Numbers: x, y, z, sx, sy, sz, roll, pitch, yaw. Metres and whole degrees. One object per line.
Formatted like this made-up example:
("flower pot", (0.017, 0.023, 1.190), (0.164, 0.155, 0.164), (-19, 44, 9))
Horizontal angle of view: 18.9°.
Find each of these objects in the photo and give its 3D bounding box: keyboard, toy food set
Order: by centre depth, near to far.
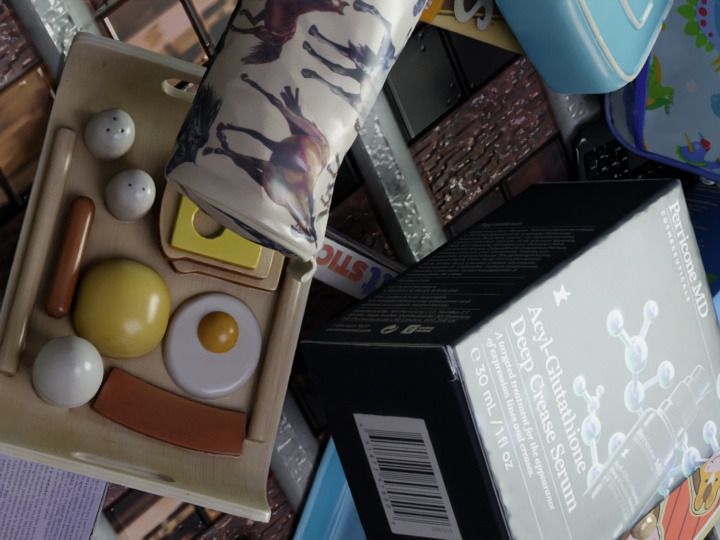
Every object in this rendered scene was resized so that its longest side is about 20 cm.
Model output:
("toy food set", (-0.089, 0.003, 1.010), (0.143, 0.060, 0.201), (15, 79, -12))
("keyboard", (0.215, -0.070, 1.316), (0.199, 0.040, 0.105), (-26, 127, -25))

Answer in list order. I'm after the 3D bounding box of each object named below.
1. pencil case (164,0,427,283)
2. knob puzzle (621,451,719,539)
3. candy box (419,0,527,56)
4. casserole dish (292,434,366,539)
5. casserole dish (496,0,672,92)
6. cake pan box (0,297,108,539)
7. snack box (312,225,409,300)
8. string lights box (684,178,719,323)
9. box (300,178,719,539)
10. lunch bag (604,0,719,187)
("pencil case", (-0.016, -0.100, 0.976), (0.089, 0.078, 0.201), (27, 82, -13))
("knob puzzle", (0.196, 0.139, 1.422), (0.219, 0.030, 0.221), (-20, 125, -31))
("candy box", (0.034, -0.187, 1.090), (0.199, 0.055, 0.116), (12, 104, -42))
("casserole dish", (0.025, 0.158, 1.239), (0.039, 0.121, 0.201), (-7, 119, -62))
("casserole dish", (0.120, -0.160, 1.075), (0.122, 0.039, 0.200), (-65, 154, -10))
("cake pan box", (-0.213, 0.110, 1.057), (0.184, 0.052, 0.201), (4, 111, -38))
("snack box", (0.000, 0.000, 1.154), (0.200, 0.072, 0.024), (26, 95, -45))
("string lights box", (0.226, -0.014, 1.261), (0.200, 0.103, 0.059), (-46, 115, -12))
("box", (0.089, 0.059, 1.116), (0.200, 0.107, 0.149), (-34, 113, -40))
("lunch bag", (0.212, -0.147, 1.185), (0.082, 0.160, 0.201), (-20, 123, -43))
